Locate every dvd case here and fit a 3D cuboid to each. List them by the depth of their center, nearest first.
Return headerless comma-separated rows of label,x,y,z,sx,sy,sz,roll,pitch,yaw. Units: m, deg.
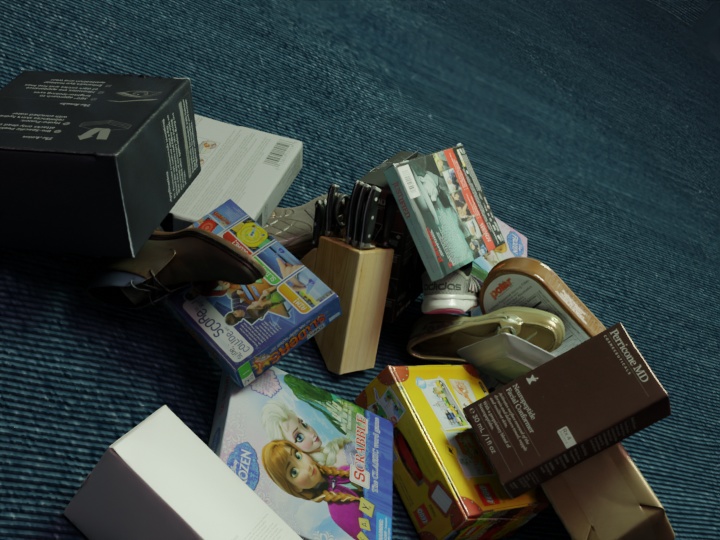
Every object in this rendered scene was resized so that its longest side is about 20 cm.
dvd case,0.109,-0.077,1.243,0.200,0.022,0.146,-26,92,-59

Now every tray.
tray,0.226,0.136,1.248,0.200,0.107,0.022,26,63,-21

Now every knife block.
knife block,0.000,0.000,1.189,0.064,0.176,0.200,-6,66,-46

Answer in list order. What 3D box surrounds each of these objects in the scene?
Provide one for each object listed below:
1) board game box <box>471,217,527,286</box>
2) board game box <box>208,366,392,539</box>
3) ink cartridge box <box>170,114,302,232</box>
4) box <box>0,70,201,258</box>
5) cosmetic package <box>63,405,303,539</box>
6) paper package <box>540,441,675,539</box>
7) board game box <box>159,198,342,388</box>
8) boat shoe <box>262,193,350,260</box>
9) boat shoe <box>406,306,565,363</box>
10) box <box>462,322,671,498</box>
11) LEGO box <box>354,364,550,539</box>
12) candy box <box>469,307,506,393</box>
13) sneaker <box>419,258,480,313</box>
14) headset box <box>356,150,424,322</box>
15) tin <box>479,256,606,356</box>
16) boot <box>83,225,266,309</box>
board game box,0.168,-0.036,1.547,0.199,0.041,0.200,32,34,-13
board game box,-0.059,0.201,1.027,0.199,0.041,0.200,27,35,-19
ink cartridge box,-0.186,-0.112,1.248,0.173,0.044,0.200,15,44,12
box,-0.294,-0.116,1.037,0.196,0.118,0.200,5,32,11
cosmetic package,-0.144,0.230,0.865,0.200,0.108,0.085,45,33,5
paper package,0.274,0.250,1.189,0.191,0.103,0.200,60,7,29
board game box,-0.134,0.019,1.073,0.135,0.034,0.200,-36,54,-19
boat shoe,-0.085,-0.038,1.267,0.200,0.072,0.076,-13,45,-26
boat shoe,0.160,0.092,1.283,0.063,0.200,0.073,-58,140,-65
box,0.224,0.154,1.091,0.100,0.200,0.075,62,3,30
LEGO box,0.105,0.210,1.161,0.149,0.077,0.200,4,47,-42
candy box,0.224,0.129,1.392,0.136,0.061,0.200,27,34,-18
sneaker,0.119,0.005,1.316,0.074,0.088,0.200,1,4,13
headset box,0.048,-0.056,1.302,0.075,0.200,0.149,16,27,20
tin,0.241,0.071,1.308,0.200,0.112,0.042,46,34,-1
boot,-0.193,0.008,1.030,0.097,0.200,0.075,-61,144,-23
